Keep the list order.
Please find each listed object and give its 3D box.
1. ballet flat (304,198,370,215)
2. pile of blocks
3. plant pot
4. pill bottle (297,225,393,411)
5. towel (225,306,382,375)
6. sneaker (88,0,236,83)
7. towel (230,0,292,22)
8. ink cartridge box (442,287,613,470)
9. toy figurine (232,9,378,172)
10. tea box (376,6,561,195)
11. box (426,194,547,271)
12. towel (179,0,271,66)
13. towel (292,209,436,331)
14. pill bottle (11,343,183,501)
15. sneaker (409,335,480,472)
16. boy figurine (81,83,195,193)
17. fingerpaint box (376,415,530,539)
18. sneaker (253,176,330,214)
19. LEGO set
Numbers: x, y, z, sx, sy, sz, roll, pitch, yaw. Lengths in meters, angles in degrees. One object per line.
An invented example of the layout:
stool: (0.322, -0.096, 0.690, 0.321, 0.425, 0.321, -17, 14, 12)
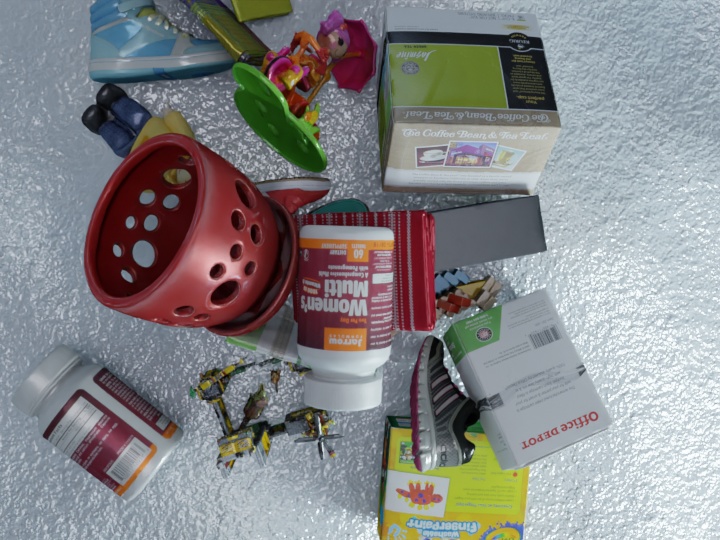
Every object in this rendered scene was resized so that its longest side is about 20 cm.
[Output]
ballet flat: (-0.074, -0.029, 0.977, 0.199, 0.072, 0.072, -34, 96, -2)
pile of blocks: (0.103, 0.037, 0.998, 0.198, 0.062, 0.083, -17, 95, -4)
plant pot: (-0.184, -0.029, 0.826, 0.199, 0.182, 0.202, -13, 65, 31)
pill bottle: (-0.018, 0.050, 0.823, 0.108, 0.110, 0.202, 1, 93, -5)
towel: (-0.067, 0.086, 0.943, 0.198, 0.149, 0.031, 17, 104, -5)
sneaker: (-0.260, -0.318, 0.938, 0.198, 0.080, 0.132, -6, 95, -5)
towel: (-0.159, -0.432, 0.955, 0.086, 0.018, 0.202, -21, 96, -27)
ink cartridge box: (0.218, 0.146, 0.962, 0.145, 0.084, 0.201, -19, 73, -12)
toy figurine: (-0.057, -0.257, 0.921, 0.150, 0.200, 0.185, 31, 76, 24)
tea box: (0.125, -0.212, 0.910, 0.198, 0.134, 0.198, 2, 58, -4)
box: (0.125, -0.044, 0.956, 0.198, 0.141, 0.080, -10, 95, -5)
towel: (-0.197, -0.332, 0.913, 0.200, 0.144, 0.023, 43, 108, -6)
towel: (0.000, 0.000, 0.889, 0.198, 0.022, 0.146, 1, 98, 28)
pill bottle: (-0.343, 0.196, 0.944, 0.200, 0.114, 0.114, 40, 89, -5)
sneaker: (0.113, 0.176, 0.961, 0.087, 0.201, 0.074, 6, 136, -3)
boy figurine: (-0.266, -0.151, 0.930, 0.200, 0.064, 0.125, 39, 90, 14)
fingerpaint box: (0.128, 0.298, 1.010, 0.198, 0.073, 0.169, 4, 92, -5)
sneaker: (-0.131, -0.061, 0.968, 0.198, 0.071, 0.114, -10, 90, 3)
LEGO set: (-0.126, 0.184, 0.951, 0.198, 0.116, 0.155, -10, 98, 0)
